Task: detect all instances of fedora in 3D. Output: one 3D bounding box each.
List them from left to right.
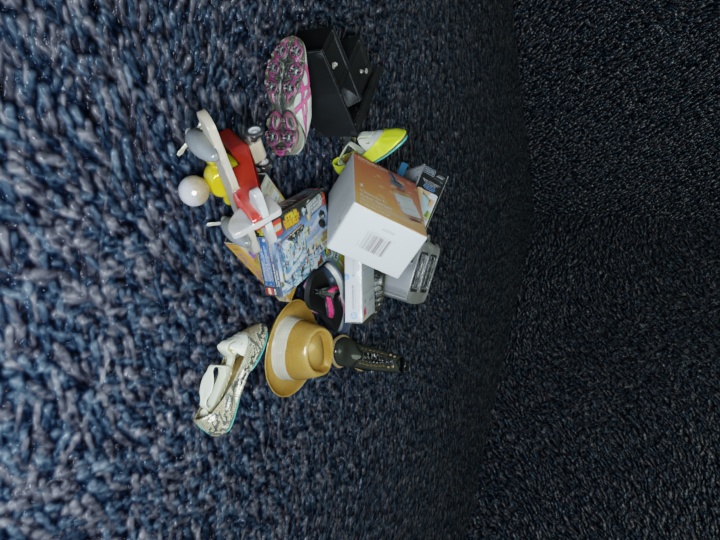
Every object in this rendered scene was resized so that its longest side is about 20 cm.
[{"bbox_3d":[-0.106,0.154,1.115,0.200,0.081,0.202,9,90,-67],"label":"fedora"}]

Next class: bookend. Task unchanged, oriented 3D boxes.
[{"bbox_3d":[-0.049,-0.404,1.143,0.199,0.092,0.201,61,40,-49],"label":"bookend"}]

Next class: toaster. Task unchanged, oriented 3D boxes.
[{"bbox_3d":[0.108,-0.008,1.484,0.181,0.118,0.201,10,97,-66],"label":"toaster"}]

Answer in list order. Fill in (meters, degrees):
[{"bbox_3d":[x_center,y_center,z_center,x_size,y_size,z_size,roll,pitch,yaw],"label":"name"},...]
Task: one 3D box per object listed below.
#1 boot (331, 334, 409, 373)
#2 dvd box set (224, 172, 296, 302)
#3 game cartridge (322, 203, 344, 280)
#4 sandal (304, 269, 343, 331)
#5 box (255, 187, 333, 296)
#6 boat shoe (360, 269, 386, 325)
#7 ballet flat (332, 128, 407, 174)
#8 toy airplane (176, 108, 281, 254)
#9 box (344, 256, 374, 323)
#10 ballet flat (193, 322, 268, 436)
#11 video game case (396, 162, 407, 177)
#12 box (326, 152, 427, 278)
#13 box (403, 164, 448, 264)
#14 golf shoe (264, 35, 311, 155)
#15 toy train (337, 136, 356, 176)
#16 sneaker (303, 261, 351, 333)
[{"bbox_3d":[0.021,0.196,1.340,0.200,0.137,0.078,26,71,-63],"label":"boot"},{"bbox_3d":[-0.156,-0.054,1.045,0.200,0.029,0.147,55,45,-53],"label":"dvd box set"},{"bbox_3d":[-0.046,-0.050,1.279,0.200,0.040,0.134,56,42,-54],"label":"game cartridge"},{"bbox_3d":[-0.057,0.059,1.114,0.200,0.045,0.076,59,45,-58],"label":"sandal"},{"bbox_3d":[-0.116,-0.056,1.046,0.200,0.040,0.138,-44,132,-58],"label":"box"},{"bbox_3d":[0.024,0.029,1.380,0.074,0.075,0.201,-101,-151,-79],"label":"boat shoe"},{"bbox_3d":[0.009,-0.242,1.176,0.067,0.200,0.067,42,53,-17],"label":"ballet flat"},{"bbox_3d":[-0.190,-0.115,0.837,0.199,0.140,0.201,-143,-141,-83],"label":"toy airplane"},{"bbox_3d":[0.000,0.000,1.249,0.156,0.041,0.202,-27,115,-78],"label":"box"},{"bbox_3d":[-0.211,0.161,0.938,0.075,0.068,0.201,43,56,-40],"label":"ballet flat"},{"bbox_3d":[0.059,-0.143,1.391,0.200,0.018,0.144,113,0,-56],"label":"video game case"},{"bbox_3d":[0.026,-0.107,1.098,0.107,0.152,0.201,-56,-158,31],"label":"box"},{"bbox_3d":[0.103,-0.117,1.241,0.201,0.060,0.117,-67,-164,-5],"label":"box"},{"bbox_3d":[-0.123,-0.307,1.034,0.092,0.072,0.201,-35,135,-66],"label":"golf shoe"},{"bbox_3d":[-0.027,-0.261,1.286,0.046,0.034,0.202,-6,100,-75],"label":"toy train"},{"bbox_3d":[-0.074,0.073,1.227,0.082,0.070,0.201,-34,136,-22],"label":"sneaker"}]
